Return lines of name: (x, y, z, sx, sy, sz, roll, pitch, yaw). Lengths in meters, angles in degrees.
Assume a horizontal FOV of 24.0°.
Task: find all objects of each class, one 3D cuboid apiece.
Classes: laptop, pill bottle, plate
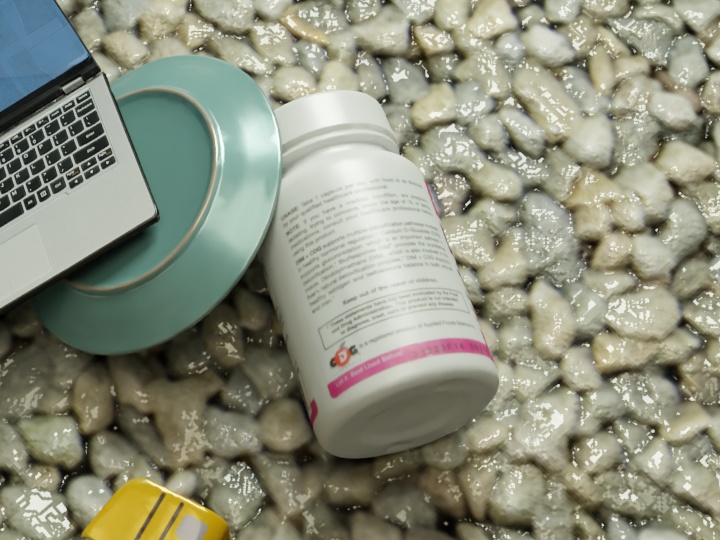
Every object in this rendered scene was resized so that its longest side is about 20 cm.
laptop: (-0.251, -0.082, 1.020, 0.187, 0.116, 0.201, -30, 55, 7)
pill bottle: (0.000, 0.000, 1.019, 0.113, 0.114, 0.201, -16, 65, -8)
plate: (-0.137, -0.046, 1.035, 0.199, 0.026, 0.201, -13, 62, 26)

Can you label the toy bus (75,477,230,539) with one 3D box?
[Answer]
toy bus: (-0.152, 0.216, 0.939, 0.078, 0.065, 0.201, 25, 66, 9)
